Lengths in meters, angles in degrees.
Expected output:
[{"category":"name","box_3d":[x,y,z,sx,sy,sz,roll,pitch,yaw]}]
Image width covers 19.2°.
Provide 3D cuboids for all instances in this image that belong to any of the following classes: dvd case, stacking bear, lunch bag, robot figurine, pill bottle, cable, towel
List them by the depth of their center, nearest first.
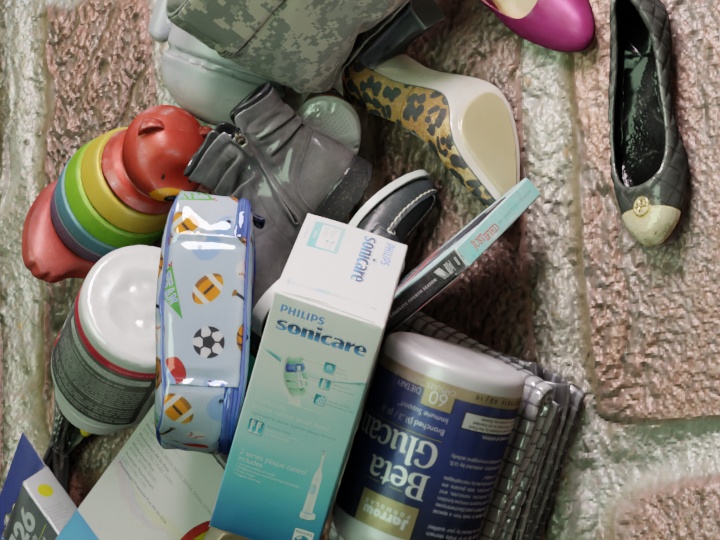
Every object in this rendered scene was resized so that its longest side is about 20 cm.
[{"category":"pill bottle","box_3d":[0.043,0.157,1.581,0.111,0.111,0.202,22,99,36]},{"category":"lunch bag","box_3d":[-0.118,0.039,1.642,0.075,0.160,0.202,5,77,-1]},{"category":"dvd case","box_3d":[0.045,0.013,1.669,0.022,0.146,0.200,48,127,-1]},{"category":"towel","box_3d":[0.077,0.150,1.680,0.165,0.085,0.202,24,100,38]},{"category":"lunch bag","box_3d":[-0.038,-0.244,1.690,0.200,0.167,0.140,-42,25,39]},{"category":"pill bottle","box_3d":[-0.202,0.068,1.803,0.200,0.110,0.112,126,130,-59]},{"category":"robot figurine","box_3d":[-0.104,-0.210,1.839,0.169,0.113,0.202,22,97,23]},{"category":"stacking bear","box_3d":[-0.201,-0.074,1.859,0.200,0.121,0.115,-37,49,47]},{"category":"cable","box_3d":[-0.277,0.151,1.956,0.097,0.050,0.201,41,107,25]}]

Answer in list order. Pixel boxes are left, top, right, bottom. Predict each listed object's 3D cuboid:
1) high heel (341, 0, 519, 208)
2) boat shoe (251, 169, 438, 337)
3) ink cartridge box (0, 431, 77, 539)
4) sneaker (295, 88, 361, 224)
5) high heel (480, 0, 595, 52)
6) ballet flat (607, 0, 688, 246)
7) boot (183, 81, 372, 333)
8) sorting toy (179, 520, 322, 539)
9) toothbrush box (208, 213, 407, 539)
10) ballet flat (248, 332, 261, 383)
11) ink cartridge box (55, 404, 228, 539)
[{"category":"high heel","box_3d":[0.058,-0.112,1.757,0.142,0.071,0.201,-37,76,53]},{"category":"boat shoe","box_3d":[0.000,0.000,1.726,0.060,0.076,0.200,41,75,21]},{"category":"ink cartridge box","box_3d":[-0.296,0.287,1.926,0.200,0.047,0.199,47,131,28]},{"category":"sneaker","box_3d":[-0.041,-0.064,1.813,0.082,0.076,0.201,-94,21,-65]},{"category":"high heel","box_3d":[0.102,-0.241,1.701,0.200,0.096,0.068,41,108,33]},{"category":"ballet flat","box_3d":[0.211,-0.118,1.629,0.066,0.057,0.202,-11,78,36]},{"category":"boot","box_3d":[-0.095,-0.048,1.744,0.201,0.131,0.070,-54,13,9]},{"category":"sorting toy","box_3d":[-0.091,0.294,1.721,0.070,0.199,0.200,43,110,50]},{"category":"toothbrush box","box_3d":[-0.036,0.083,1.554,0.085,0.147,0.201,18,116,1]},{"category":"ballet flat","box_3d":[-0.101,0.055,1.836,0.199,0.074,0.075,25,99,34]},{"category":"ink cartridge box","box_3d":[-0.135,0.201,1.799,0.125,0.128,0.201,48,111,29]}]
